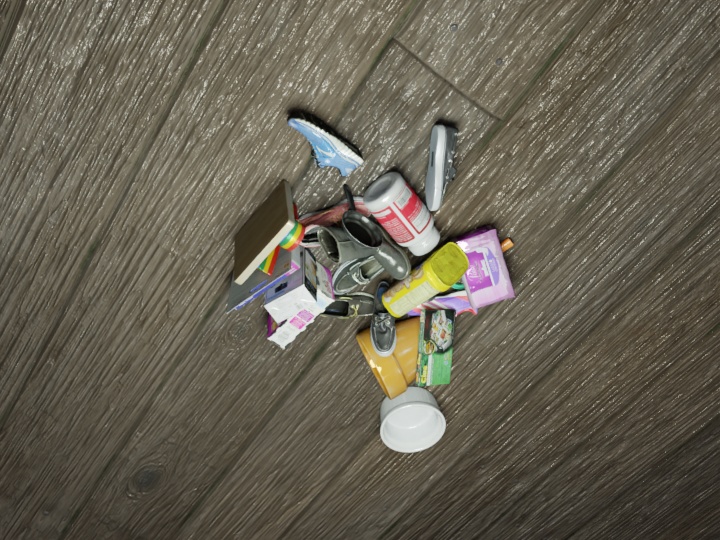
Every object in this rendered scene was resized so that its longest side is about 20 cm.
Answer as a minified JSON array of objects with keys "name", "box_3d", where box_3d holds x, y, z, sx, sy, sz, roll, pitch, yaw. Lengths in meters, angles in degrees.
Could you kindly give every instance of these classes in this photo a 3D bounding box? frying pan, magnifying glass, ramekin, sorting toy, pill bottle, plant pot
[{"name":"frying pan","box_3d":[-0.020,-0.121,1.436,0.115,0.190,0.031,-15,152,-53]},{"name":"magnifying glass","box_3d":[0.320,-0.020,1.649,0.200,0.022,0.080,-37,118,15]},{"name":"ramekin","box_3d":[0.153,0.449,1.879,0.199,0.098,0.201,-3,123,-5]},{"name":"sorting toy","box_3d":[-0.209,-0.080,1.445,0.069,0.199,0.200,34,113,-29]},{"name":"pill bottle","box_3d":[0.106,-0.133,1.499,0.112,0.112,0.200,-35,119,15]},{"name":"plant pot","box_3d":[0.113,0.221,1.689,0.183,0.200,0.201,-28,122,-7]}]

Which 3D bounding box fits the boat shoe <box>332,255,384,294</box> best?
[{"name":"boat shoe","box_3d":[0.000,0.000,1.594,0.200,0.071,0.072,-41,118,18]}]

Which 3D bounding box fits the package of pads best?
[{"name":"package of pads","box_3d":[0.316,-0.006,1.596,0.120,0.076,0.201,-19,104,5]}]

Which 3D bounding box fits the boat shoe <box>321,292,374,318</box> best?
[{"name":"boat shoe","box_3d":[-0.038,0.099,1.658,0.200,0.061,0.072,6,121,-10]}]

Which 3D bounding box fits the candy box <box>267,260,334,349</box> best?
[{"name":"candy box","box_3d":[-0.156,0.088,1.593,0.061,0.137,0.200,35,113,-26]}]

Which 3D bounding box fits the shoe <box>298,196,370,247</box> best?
[{"name":"shoe","box_3d":[-0.061,-0.114,1.503,0.199,0.091,0.072,-16,123,4]}]

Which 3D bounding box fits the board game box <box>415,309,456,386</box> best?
[{"name":"board game box","box_3d":[0.198,0.202,1.625,0.104,0.023,0.201,2,95,-32]}]

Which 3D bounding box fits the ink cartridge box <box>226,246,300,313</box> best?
[{"name":"ink cartridge box","box_3d":[-0.233,0.010,1.497,0.196,0.200,0.043,-33,120,14]}]

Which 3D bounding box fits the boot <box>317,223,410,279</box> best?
[{"name":"boot","box_3d":[0.011,-0.042,1.456,0.073,0.182,0.200,-50,159,25]}]

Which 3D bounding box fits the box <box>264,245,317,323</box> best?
[{"name":"box","box_3d":[-0.171,0.027,1.516,0.116,0.200,0.060,-27,120,13]}]

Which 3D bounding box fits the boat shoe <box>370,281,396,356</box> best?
[{"name":"boat shoe","box_3d":[0.061,0.120,1.601,0.069,0.201,0.066,2,152,9]}]

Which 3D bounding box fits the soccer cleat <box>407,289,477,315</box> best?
[{"name":"soccer cleat","box_3d":[0.221,0.103,1.675,0.199,0.068,0.074,-13,80,-2]}]

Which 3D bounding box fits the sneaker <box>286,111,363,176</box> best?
[{"name":"sneaker","box_3d":[-0.089,-0.281,1.404,0.200,0.079,0.089,35,110,-25]}]

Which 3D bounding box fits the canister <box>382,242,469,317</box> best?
[{"name":"canister","box_3d":[0.160,0.027,1.553,0.087,0.148,0.200,52,133,-1]}]

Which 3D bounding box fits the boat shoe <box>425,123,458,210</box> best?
[{"name":"boat shoe","box_3d":[0.197,-0.241,1.450,0.066,0.070,0.201,-1,104,-13]}]
